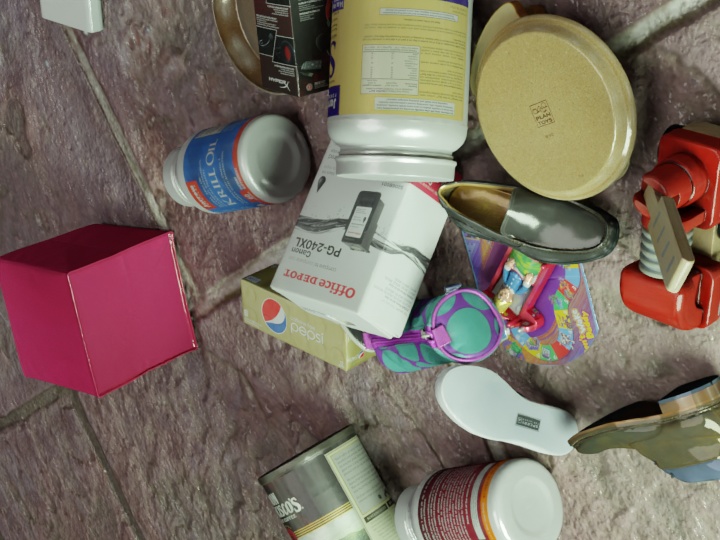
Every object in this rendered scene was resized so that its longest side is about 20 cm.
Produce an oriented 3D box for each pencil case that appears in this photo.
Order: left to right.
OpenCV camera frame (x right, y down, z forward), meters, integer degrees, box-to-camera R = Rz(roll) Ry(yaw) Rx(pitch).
[{"bbox_3d":[0.080,0.069,1.387,0.200,0.092,0.086,157,103,-68],"label":"pencil case"}]

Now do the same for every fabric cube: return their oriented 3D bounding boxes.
[{"bbox_3d":[-0.394,0.051,1.848,0.199,0.199,0.198,6,113,43],"label":"fabric cube"}]

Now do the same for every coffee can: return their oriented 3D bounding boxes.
[{"bbox_3d":[-0.025,0.326,1.625,0.146,0.146,0.201,-36,82,49],"label":"coffee can"}]

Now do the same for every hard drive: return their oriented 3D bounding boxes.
[{"bbox_3d":[-0.423,-0.452,1.759,0.131,0.026,0.201,23,125,39],"label":"hard drive"}]

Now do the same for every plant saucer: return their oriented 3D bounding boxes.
[{"bbox_3d":[-0.104,-0.314,1.479,0.200,0.034,0.202,24,126,39],"label":"plant saucer"}]

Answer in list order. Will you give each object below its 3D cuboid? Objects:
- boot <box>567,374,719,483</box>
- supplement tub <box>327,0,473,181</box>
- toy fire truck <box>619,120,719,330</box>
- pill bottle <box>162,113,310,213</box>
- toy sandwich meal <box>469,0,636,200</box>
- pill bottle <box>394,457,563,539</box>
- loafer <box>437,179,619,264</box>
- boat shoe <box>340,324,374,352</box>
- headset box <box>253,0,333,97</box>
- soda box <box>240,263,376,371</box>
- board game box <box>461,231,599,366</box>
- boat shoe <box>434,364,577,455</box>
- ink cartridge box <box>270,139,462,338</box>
[{"bbox_3d":[0.301,0.182,1.258,0.200,0.074,0.097,-31,83,48],"label":"boot"},{"bbox_3d":[0.039,-0.194,1.250,0.145,0.145,0.202,4,92,46],"label":"supplement tub"},{"bbox_3d":[0.280,-0.020,1.082,0.128,0.199,0.177,23,125,38],"label":"toy fire truck"},{"bbox_3d":[-0.166,-0.131,1.575,0.199,0.112,0.113,-7,104,48],"label":"pill bottle"},{"bbox_3d":[0.193,-0.167,1.210,0.204,0.070,0.206,23,127,35],"label":"toy sandwich meal"},{"bbox_3d":[0.134,0.288,1.460,0.199,0.113,0.114,-19,95,50],"label":"pill bottle"},{"bbox_3d":[0.167,-0.052,1.265,0.199,0.072,0.073,11,85,35],"label":"loafer"},{"bbox_3d":[0.000,0.000,1.497,0.060,0.074,0.201,-18,87,54],"label":"boat shoe"},{"bbox_3d":[-0.037,-0.303,1.318,0.075,0.148,0.201,22,124,48],"label":"headset box"},{"bbox_3d":[-0.067,0.059,1.601,0.199,0.064,0.068,23,124,40],"label":"soda box"},{"bbox_3d":[0.172,0.017,1.339,0.157,0.039,0.201,-4,106,48],"label":"board game box"},{"bbox_3d":[0.149,0.151,1.343,0.066,0.199,0.070,2,74,57],"label":"boat shoe"},{"bbox_3d":[0.006,-0.041,1.377,0.145,0.083,0.201,14,78,41],"label":"ink cartridge box"}]
